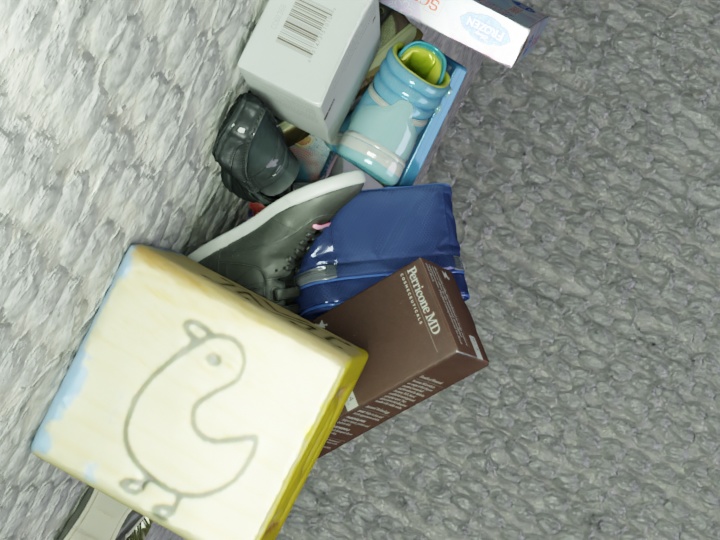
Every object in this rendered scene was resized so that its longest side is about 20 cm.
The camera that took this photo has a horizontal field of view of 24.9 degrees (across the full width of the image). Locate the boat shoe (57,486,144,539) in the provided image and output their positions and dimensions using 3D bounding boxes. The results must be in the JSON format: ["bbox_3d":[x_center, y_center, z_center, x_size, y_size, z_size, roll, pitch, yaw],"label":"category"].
[{"bbox_3d":[-0.246,0.233,1.617,0.200,0.067,0.057,-55,-172,-28],"label":"boat shoe"}]

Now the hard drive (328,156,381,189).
[{"bbox_3d":[-0.006,-0.101,1.789,0.132,0.026,0.201,40,50,-66],"label":"hard drive"}]

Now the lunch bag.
[{"bbox_3d":[0.000,0.000,1.583,0.136,0.199,0.133,145,-64,-62],"label":"lunch bag"}]

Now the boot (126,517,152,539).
[{"bbox_3d":[-0.228,0.233,1.757,0.176,0.066,0.200,-62,176,-6],"label":"boot"}]

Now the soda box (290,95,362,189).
[{"bbox_3d":[-0.031,-0.180,1.647,0.201,0.063,0.068,-65,175,14],"label":"soda box"}]

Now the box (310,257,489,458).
[{"bbox_3d":[0.006,0.083,1.487,0.199,0.101,0.075,-31,155,18],"label":"box"}]

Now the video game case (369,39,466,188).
[{"bbox_3d":[0.020,-0.178,1.670,0.200,0.018,0.144,42,-70,49],"label":"video game case"}]

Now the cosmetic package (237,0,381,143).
[{"bbox_3d":[-0.040,-0.187,1.404,0.113,0.081,0.200,-63,175,-1],"label":"cosmetic package"}]

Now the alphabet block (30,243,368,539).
[{"bbox_3d":[-0.127,0.109,1.364,0.196,0.199,0.196,-64,175,2],"label":"alphabet block"}]

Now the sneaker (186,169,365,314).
[{"bbox_3d":[-0.062,-0.011,1.483,0.199,0.100,0.071,-31,173,20],"label":"sneaker"}]

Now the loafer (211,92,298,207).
[{"bbox_3d":[-0.086,-0.102,1.431,0.068,0.070,0.201,-62,175,-12],"label":"loafer"}]

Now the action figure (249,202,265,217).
[{"bbox_3d":[-0.091,-0.053,1.793,0.200,0.051,0.066,105,9,-77],"label":"action figure"}]

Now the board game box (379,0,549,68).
[{"bbox_3d":[0.071,-0.256,1.511,0.041,0.199,0.200,-64,174,16],"label":"board game box"}]

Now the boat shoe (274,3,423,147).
[{"bbox_3d":[-0.031,-0.187,1.553,0.201,0.066,0.072,-38,177,-18],"label":"boat shoe"}]

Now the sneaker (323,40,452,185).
[{"bbox_3d":[0.031,-0.152,1.523,0.131,0.079,0.200,-60,-168,4],"label":"sneaker"}]
